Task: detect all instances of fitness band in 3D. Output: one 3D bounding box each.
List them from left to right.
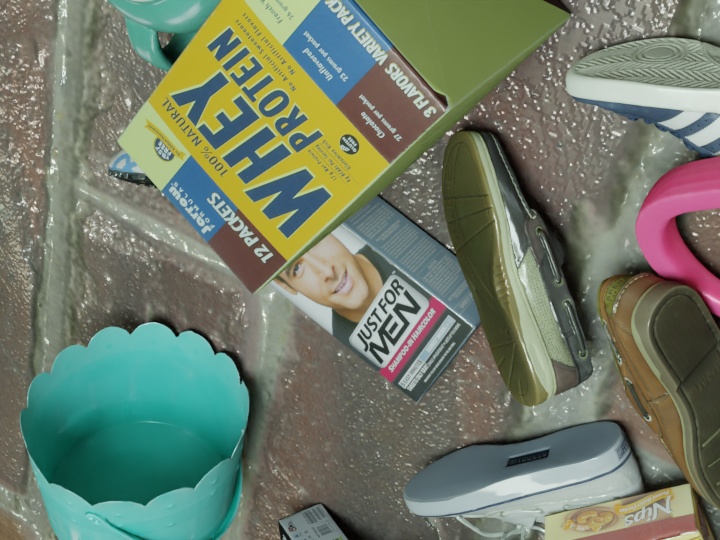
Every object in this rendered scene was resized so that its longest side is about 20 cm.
[{"bbox_3d":[0.255,-0.013,0.641,0.144,0.037,0.200,40,159,-21],"label":"fitness band"}]

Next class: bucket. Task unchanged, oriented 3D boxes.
[{"bbox_3d":[-0.200,0.165,0.977,0.207,0.207,0.135,25,136,17],"label":"bucket"}]

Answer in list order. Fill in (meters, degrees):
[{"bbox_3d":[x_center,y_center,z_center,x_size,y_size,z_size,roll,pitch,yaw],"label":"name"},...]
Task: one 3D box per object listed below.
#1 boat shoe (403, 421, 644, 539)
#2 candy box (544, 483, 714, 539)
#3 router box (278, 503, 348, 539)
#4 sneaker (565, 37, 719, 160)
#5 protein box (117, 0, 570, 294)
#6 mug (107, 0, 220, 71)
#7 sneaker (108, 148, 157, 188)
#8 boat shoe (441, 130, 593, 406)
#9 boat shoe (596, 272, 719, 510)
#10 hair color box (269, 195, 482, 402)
[{"bbox_3d":[0.134,0.185,0.867,0.202,0.075,0.086,-20,108,28],"label":"boat shoe"},{"bbox_3d":[0.229,0.264,0.822,0.115,0.055,0.200,-19,115,19],"label":"candy box"},{"bbox_3d":[-0.008,0.332,0.982,0.200,0.051,0.149,40,142,54],"label":"router box"},{"bbox_3d":[0.221,-0.087,0.653,0.200,0.075,0.085,14,132,31],"label":"sneaker"},{"bbox_3d":[-0.009,-0.125,0.689,0.135,0.199,0.200,49,131,-1],"label":"protein box"},{"bbox_3d":[-0.123,-0.230,0.754,0.152,0.114,0.185,-1,115,32],"label":"mug"},{"bbox_3d":[-0.135,-0.108,0.872,0.200,0.072,0.073,-12,75,42],"label":"sneaker"},{"bbox_3d":[0.114,-0.006,0.770,0.072,0.066,0.201,-21,85,68],"label":"boat shoe"},{"bbox_3d":[0.227,0.082,0.755,0.068,0.072,0.200,23,144,59],"label":"boat shoe"},{"bbox_3d":[0.000,0.000,0.845,0.200,0.061,0.099,39,130,8],"label":"hair color box"}]
